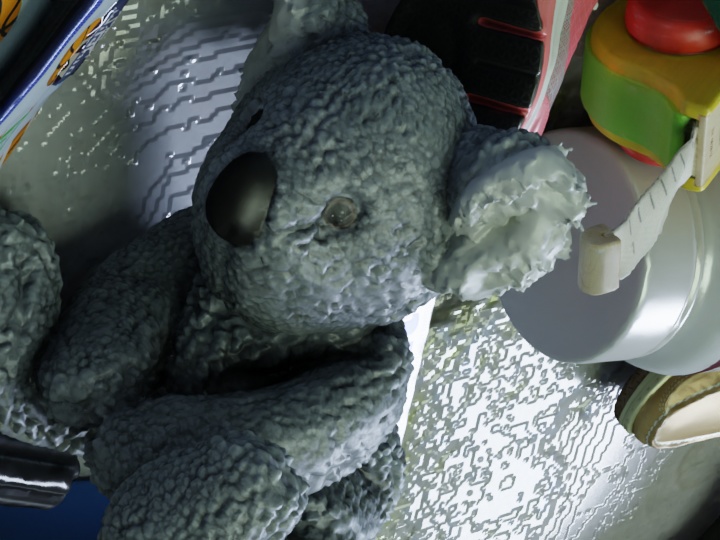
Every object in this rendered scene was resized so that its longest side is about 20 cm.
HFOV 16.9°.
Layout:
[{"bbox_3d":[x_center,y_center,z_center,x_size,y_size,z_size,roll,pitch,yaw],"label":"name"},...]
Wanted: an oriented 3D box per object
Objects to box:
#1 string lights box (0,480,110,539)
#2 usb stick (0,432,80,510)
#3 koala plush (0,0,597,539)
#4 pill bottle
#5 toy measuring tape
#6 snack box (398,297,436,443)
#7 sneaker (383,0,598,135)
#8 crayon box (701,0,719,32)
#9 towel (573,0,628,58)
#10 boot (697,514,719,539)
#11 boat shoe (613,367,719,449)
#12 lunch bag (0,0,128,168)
[{"bbox_3d":[-0.107,0.141,0.986,0.199,0.059,0.103,1,120,-41],"label":"string lights box"},{"bbox_3d":[-0.174,0.054,0.842,0.200,0.055,0.033,19,96,-56],"label":"usb stick"},{"bbox_3d":[-0.024,-0.002,0.868,0.183,0.177,0.201,9,117,-57],"label":"koala plush"},{"bbox_3d":[0.160,-0.014,1.042,0.199,0.114,0.115,-3,125,-38],"label":"pill bottle"},{"bbox_3d":[0.102,-0.057,0.915,0.200,0.073,0.074,-48,151,-46],"label":"toy measuring tape"},{"bbox_3d":[0.000,0.000,0.987,0.072,0.024,0.201,-13,130,-34],"label":"snack box"},{"bbox_3d":[0.071,-0.112,0.904,0.087,0.074,0.201,-2,112,-50],"label":"sneaker"},{"bbox_3d":[0.204,-0.097,0.953,0.200,0.051,0.127,50,50,-42],"label":"crayon box"},{"bbox_3d":[0.167,-0.140,1.006,0.199,0.034,0.133,6,117,-41],"label":"towel"},{"bbox_3d":[0.147,0.180,1.228,0.138,0.077,0.201,11,114,-39],"label":"boot"},{"bbox_3d":[0.216,0.048,1.158,0.199,0.076,0.072,-23,156,-23],"label":"boat shoe"},{"bbox_3d":[-0.134,-0.104,0.719,0.170,0.124,0.200,-52,153,9],"label":"lunch bag"}]
